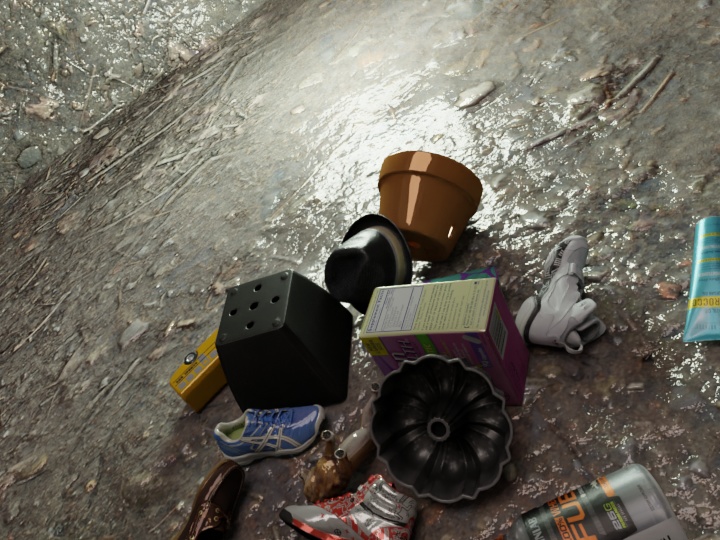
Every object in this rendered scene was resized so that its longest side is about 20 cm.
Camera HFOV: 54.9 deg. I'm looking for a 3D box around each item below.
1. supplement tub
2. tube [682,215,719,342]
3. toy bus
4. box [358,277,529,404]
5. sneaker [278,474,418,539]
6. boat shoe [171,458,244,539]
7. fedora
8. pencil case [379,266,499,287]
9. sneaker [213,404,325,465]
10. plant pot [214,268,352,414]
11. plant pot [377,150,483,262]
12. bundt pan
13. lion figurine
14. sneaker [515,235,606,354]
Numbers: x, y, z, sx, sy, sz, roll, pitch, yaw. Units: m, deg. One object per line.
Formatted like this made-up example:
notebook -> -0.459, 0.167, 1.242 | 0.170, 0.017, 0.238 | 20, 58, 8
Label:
supplement tub -> 0.255, 0.313, 0.780 | 0.198, 0.123, 0.123 | -27, 39, 6
tube -> 0.504, 0.015, 0.989 | 0.077, 0.050, 0.202 | -10, 49, 37
toy bus -> -0.273, 0.169, 1.337 | 0.200, 0.065, 0.078 | -46, 41, -16
box -> 0.128, 0.112, 1.034 | 0.198, 0.177, 0.097 | -5, 45, 30
sneaker -> -0.013, 0.338, 0.977 | 0.199, 0.067, 0.109 | 8, 58, 33
boat shoe -> -0.232, 0.394, 1.072 | 0.070, 0.070, 0.202 | 4, 59, 46
fedora -> 0.000, 0.000, 1.222 | 0.091, 0.204, 0.199 | -14, 23, -40
pencil case -> 0.134, 0.051, 1.144 | 0.197, 0.086, 0.092 | -11, -1, 9
sneaker -> -0.151, 0.265, 1.144 | 0.198, 0.077, 0.076 | -22, 38, 11
plant pot -> -0.142, 0.117, 1.214 | 0.197, 0.178, 0.202 | -16, 40, 19
plant pot -> 0.114, -0.108, 1.277 | 0.198, 0.200, 0.142 | 3, 66, 36
bundt pan -> 0.116, 0.208, 0.956 | 0.199, 0.205, 0.076 | -14, 0, 21
lion figurine -> -0.008, 0.265, 1.046 | 0.199, 0.124, 0.072 | -32, 52, -26
sneaker -> 0.328, 0.039, 1.059 | 0.114, 0.075, 0.201 | 18, 65, 43
